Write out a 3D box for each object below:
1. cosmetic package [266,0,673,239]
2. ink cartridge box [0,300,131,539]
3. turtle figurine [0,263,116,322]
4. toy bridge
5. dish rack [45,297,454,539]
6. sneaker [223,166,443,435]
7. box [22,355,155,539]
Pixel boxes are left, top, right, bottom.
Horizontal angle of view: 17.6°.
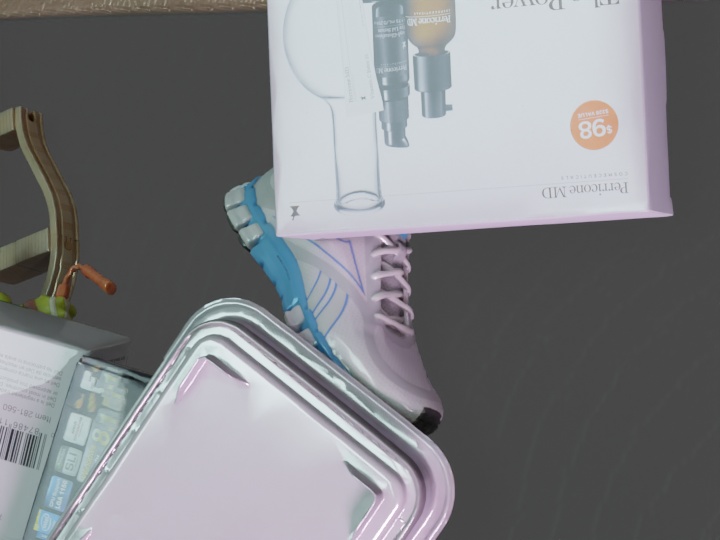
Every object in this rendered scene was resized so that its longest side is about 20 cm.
[{"bbox_3d":[0.053,-0.096,1.174,0.200,0.052,0.151,-4,89,22],"label":"cosmetic package"},{"bbox_3d":[-0.230,0.119,1.334,0.146,0.084,0.200,16,96,12],"label":"ink cartridge box"},{"bbox_3d":[-0.241,0.041,1.407,0.200,0.064,0.162,15,93,33],"label":"turtle figurine"},{"bbox_3d":[-0.205,-0.009,1.456,0.067,0.027,0.200,-20,65,36],"label":"toy bridge"},{"bbox_3d":[-0.067,0.134,1.183,0.172,0.044,0.200,37,103,14],"label":"dish rack"},{"bbox_3d":[0.000,0.000,1.240,0.087,0.075,0.200,-42,54,13],"label":"sneaker"},{"bbox_3d":[-0.102,0.163,1.249,0.161,0.049,0.200,17,88,17],"label":"box"}]
